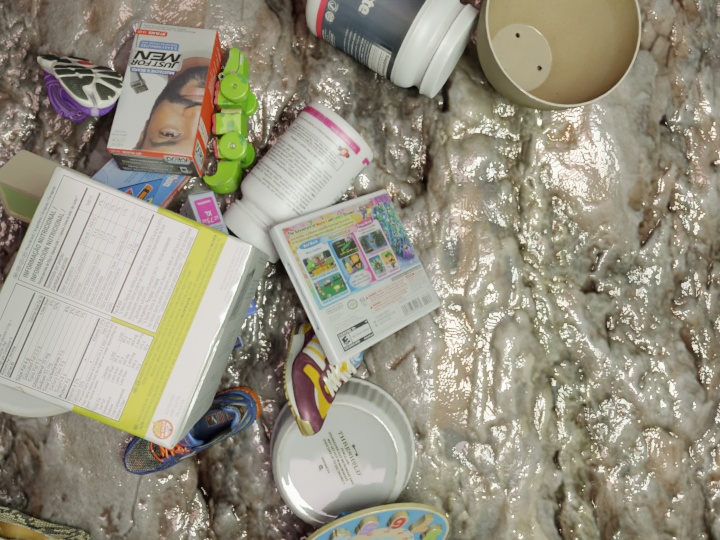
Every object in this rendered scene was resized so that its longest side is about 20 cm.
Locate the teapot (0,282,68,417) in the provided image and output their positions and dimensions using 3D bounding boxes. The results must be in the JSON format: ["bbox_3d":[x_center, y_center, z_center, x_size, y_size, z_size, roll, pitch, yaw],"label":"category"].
[{"bbox_3d":[-0.414,0.081,0.780,0.199,0.146,0.198,5,115,-12],"label":"teapot"}]

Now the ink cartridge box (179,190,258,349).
[{"bbox_3d":[-0.191,0.007,0.784,0.042,0.119,0.201,-17,85,-29],"label":"ink cartridge box"}]

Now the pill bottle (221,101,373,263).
[{"bbox_3d":[-0.087,-0.115,0.788,0.113,0.113,0.200,40,89,3],"label":"pill bottle"}]

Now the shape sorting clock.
[{"bbox_3d":[0.017,0.350,0.740,0.199,0.200,0.039,-17,48,1],"label":"shape sorting clock"}]

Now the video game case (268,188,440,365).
[{"bbox_3d":[0.000,0.000,0.763,0.200,0.024,0.183,-24,87,-40],"label":"video game case"}]

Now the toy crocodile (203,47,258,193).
[{"bbox_3d":[-0.180,-0.207,0.818,0.061,0.068,0.201,2,88,2],"label":"toy crocodile"}]

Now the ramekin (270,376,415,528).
[{"bbox_3d":[-0.027,0.245,0.779,0.201,0.094,0.203,0,88,3],"label":"ramekin"}]

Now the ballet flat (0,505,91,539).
[{"bbox_3d":[-0.471,0.368,0.799,0.199,0.075,0.068,12,89,3],"label":"ballet flat"}]

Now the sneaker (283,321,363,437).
[{"bbox_3d":[-0.042,0.121,0.739,0.090,0.200,0.075,-13,120,4],"label":"sneaker"}]

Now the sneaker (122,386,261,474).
[{"bbox_3d":[-0.235,0.217,0.796,0.200,0.078,0.076,-29,86,0],"label":"sneaker"}]

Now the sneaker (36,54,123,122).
[{"bbox_3d":[-0.374,-0.235,0.791,0.080,0.200,0.084,-12,121,-35],"label":"sneaker"}]

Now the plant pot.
[{"bbox_3d":[0.233,-0.298,0.766,0.199,0.134,0.201,0,92,-10],"label":"plant pot"}]

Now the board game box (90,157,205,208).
[{"bbox_3d":[-0.303,-0.110,0.785,0.103,0.019,0.200,23,52,5],"label":"board game box"}]

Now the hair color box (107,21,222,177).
[{"bbox_3d":[-0.258,-0.232,0.794,0.110,0.064,0.201,5,72,-3],"label":"hair color box"}]

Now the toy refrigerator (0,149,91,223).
[{"bbox_3d":[-0.387,-0.083,0.804,0.199,0.076,0.070,22,52,2],"label":"toy refrigerator"}]

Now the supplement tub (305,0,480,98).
[{"bbox_3d":[0.041,-0.335,0.779,0.200,0.140,0.141,32,89,3],"label":"supplement tub"}]

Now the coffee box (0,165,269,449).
[{"bbox_3d":[-0.229,0.035,0.617,0.197,0.200,0.201,22,86,-4],"label":"coffee box"}]
